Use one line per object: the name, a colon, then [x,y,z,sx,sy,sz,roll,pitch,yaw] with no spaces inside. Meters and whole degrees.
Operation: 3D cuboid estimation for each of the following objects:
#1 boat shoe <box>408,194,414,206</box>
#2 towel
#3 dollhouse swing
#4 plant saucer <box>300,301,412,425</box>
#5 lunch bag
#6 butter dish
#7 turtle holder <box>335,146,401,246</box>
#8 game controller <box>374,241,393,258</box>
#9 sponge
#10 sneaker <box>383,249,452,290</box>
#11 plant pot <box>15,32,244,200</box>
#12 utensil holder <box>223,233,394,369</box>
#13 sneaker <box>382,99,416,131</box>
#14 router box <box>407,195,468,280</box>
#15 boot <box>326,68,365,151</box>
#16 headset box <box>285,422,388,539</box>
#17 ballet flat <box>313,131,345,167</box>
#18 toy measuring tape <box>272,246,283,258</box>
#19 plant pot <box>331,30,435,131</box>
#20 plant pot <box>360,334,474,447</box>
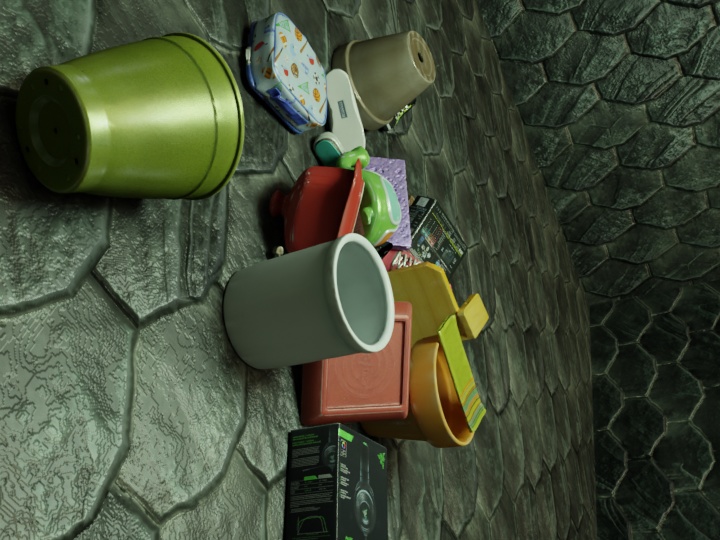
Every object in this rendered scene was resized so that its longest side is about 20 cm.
boat shoe: [0.160,-0.096,1.829,0.201,0.073,0.076,62,28,-29]
towel: [0.184,0.186,1.372,0.086,0.018,0.202,-41,115,-63]
dollhouse swing: [0.127,0.059,1.534,0.182,0.198,0.178,-36,109,-63]
plant saucer: [0.003,0.151,1.239,0.198,0.037,0.202,2,90,-26]
lunch bag: [-0.131,-0.346,1.346,0.200,0.075,0.162,38,47,-54]
butter dish: [-0.079,-0.095,1.258,0.200,0.146,0.201,-81,-174,-74]
turtle holder: [-0.001,-0.127,1.424,0.131,0.141,0.186,-1,46,-47]
game controller: [0.000,0.000,1.418,0.042,0.104,0.200,51,27,1]
sponge: [0.045,-0.141,1.581,0.030,0.110,0.202,125,-36,-65]
sneaker: [0.110,-0.004,1.576,0.199,0.087,0.074,34,70,-8]
plant pot: [-0.270,-0.166,0.857,0.192,0.199,0.203,-21,97,-52]
utensil holder: [-0.076,0.050,1.107,0.170,0.198,0.172,33,50,-52]
sneaker: [0.092,-0.410,1.831,0.072,0.082,0.201,60,30,-30]
router box: [0.153,-0.050,1.727,0.151,0.062,0.200,-56,136,-16]
boot: [-0.029,-0.310,1.550,0.090,0.072,0.202,-75,158,-77]
headset box: [-0.032,0.349,1.182,0.174,0.092,0.202,43,41,-51]
ballet flat: [-0.027,-0.191,1.503,0.201,0.069,0.070,58,30,-27]
toy measuring tape: [-0.082,0.045,1.251,0.074,0.073,0.202,-41,114,-62]
plant pot: [0.062,-0.430,1.650,0.199,0.172,0.202,31,50,-46]
plant pot: [0.095,0.231,1.400,0.200,0.182,0.202,38,45,-52]
